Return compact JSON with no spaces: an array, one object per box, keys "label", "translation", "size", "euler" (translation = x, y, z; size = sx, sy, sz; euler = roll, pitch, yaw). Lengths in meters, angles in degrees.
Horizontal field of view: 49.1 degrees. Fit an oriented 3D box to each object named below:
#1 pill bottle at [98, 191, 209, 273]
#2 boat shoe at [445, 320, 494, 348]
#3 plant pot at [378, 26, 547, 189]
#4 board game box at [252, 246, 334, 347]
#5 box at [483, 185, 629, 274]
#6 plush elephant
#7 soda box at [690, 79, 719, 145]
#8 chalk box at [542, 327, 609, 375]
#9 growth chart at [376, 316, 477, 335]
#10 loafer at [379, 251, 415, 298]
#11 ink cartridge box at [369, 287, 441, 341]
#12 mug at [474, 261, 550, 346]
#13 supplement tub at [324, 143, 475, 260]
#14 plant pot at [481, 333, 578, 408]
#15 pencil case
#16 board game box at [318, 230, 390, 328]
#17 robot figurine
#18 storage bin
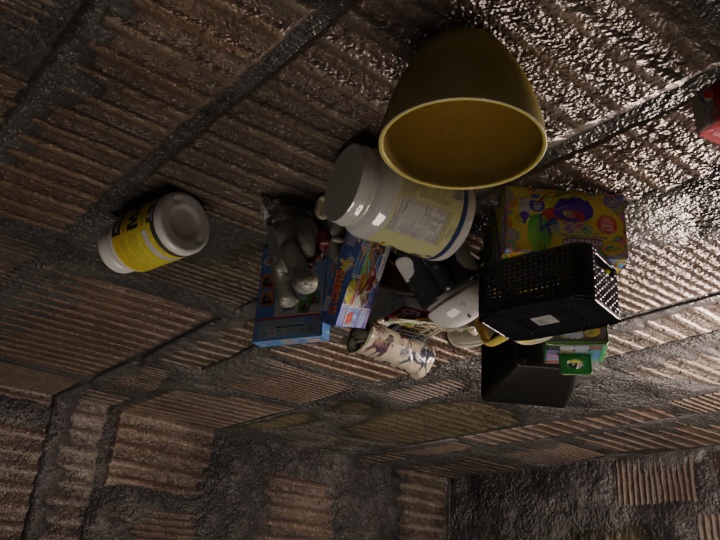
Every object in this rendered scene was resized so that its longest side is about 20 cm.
[{"label":"pill bottle","translation":[-0.376,-0.062,1.417],"size":[0.200,0.115,0.114],"euler":[-17,149,38]},{"label":"boat shoe","translation":[0.239,0.116,1.645],"size":[0.200,0.074,0.060],"euler":[-28,175,-41]},{"label":"plant pot","translation":[0.124,-0.210,0.968],"size":[0.199,0.142,0.200],"euler":[3,157,1]},{"label":"board game box","translation":[-0.125,0.041,1.505],"size":[0.151,0.201,0.037],"euler":[-7,155,25]},{"label":"box","translation":[0.326,-0.039,1.350],"size":[0.199,0.122,0.193],"euler":[5,156,-1]},{"label":"plush elephant","translation":[-0.079,-0.047,1.374],"size":[0.154,0.201,0.165],"euler":[-13,164,-22]},{"label":"soda box","translation":[0.539,-0.190,1.048],"size":[0.199,0.064,0.070],"euler":[15,154,-25]},{"label":"chalk box","translation":[0.431,0.119,1.596],"size":[0.124,0.201,0.124],"euler":[0,156,11]},{"label":"growth chart","translation":[0.125,0.103,1.475],"size":[0.199,0.018,0.145],"euler":[5,174,17]},{"label":"loafer","translation":[0.040,-0.003,1.477],"size":[0.200,0.073,0.072],"euler":[19,-171,23]},{"label":"ink cartridge box","translation":[0.122,0.084,1.615],"size":[0.175,0.084,0.200],"euler":[14,154,-20]},{"label":"mug","translation":[0.310,0.065,1.501],"size":[0.149,0.154,0.187],"euler":[-6,145,-8]},{"label":"supplement tub","translation":[0.060,-0.106,1.212],"size":[0.200,0.145,0.145],"euler":[16,153,-26]},{"label":"plant pot","translation":[0.383,0.179,1.742],"size":[0.199,0.201,0.178],"euler":[5,156,-3]},{"label":"pencil case","translation":[0.062,0.159,1.595],"size":[0.200,0.078,0.089],"euler":[25,165,-34]},{"label":"board game box","translation":[0.000,0.000,1.360],"size":[0.034,0.201,0.135],"euler":[19,-178,23]},{"label":"robot figurine","translation":[0.142,0.001,1.373],"size":[0.150,0.200,0.125],"euler":[-22,167,-43]},{"label":"storage bin","translation":[0.302,0.039,1.272],"size":[0.200,0.094,0.135],"euler":[-16,149,36]}]
